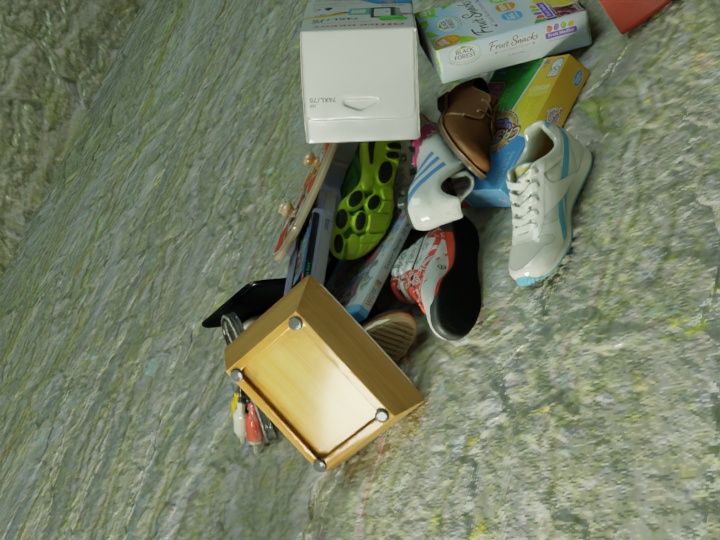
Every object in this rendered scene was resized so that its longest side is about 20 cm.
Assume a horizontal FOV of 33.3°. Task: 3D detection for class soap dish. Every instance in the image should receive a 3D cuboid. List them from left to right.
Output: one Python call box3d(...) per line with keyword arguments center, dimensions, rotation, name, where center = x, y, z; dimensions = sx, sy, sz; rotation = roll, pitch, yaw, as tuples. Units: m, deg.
box3d(center=(-0.049, 0.128, 1.403), dimensions=(0.157, 0.200, 0.081), rotation=(-40, 6, 27), name="soap dish")

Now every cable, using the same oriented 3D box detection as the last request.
box3d(center=(-0.156, 0.157, 1.604), dimensions=(0.050, 0.200, 0.097), rotation=(-23, 34, -17), name="cable")

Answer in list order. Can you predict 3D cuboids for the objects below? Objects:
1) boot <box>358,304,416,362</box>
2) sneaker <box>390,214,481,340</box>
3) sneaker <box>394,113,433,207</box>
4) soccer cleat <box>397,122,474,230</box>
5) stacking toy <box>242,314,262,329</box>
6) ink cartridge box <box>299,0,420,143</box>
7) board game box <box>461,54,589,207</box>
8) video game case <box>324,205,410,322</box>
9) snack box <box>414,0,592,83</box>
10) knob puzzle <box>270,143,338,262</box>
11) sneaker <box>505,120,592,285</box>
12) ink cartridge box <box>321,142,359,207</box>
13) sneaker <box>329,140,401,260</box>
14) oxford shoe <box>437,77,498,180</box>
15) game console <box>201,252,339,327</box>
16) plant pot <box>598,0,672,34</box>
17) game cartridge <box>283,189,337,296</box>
box3d(center=(0.000, 0.055, 1.544), dimensions=(0.200, 0.072, 0.167), rotation=(-38, 34, 38), name="boot")
box3d(center=(0.086, 0.027, 1.446), dimensions=(0.108, 0.067, 0.202), rotation=(-36, 29, 35), name="sneaker")
box3d(center=(0.056, -0.145, 1.654), dimensions=(0.070, 0.093, 0.200), rotation=(-28, 37, 43), name="sneaker")
box3d(center=(0.105, -0.119, 1.501), dimensions=(0.086, 0.070, 0.200), rotation=(-9, 38, 20), name="soccer cleat")
box3d(center=(-0.109, 0.137, 1.631), dimensions=(0.085, 0.085, 0.200), rotation=(-52, 31, 7), name="stacking toy")
box3d(center=(0.001, -0.263, 1.571), dimensions=(0.200, 0.146, 0.146), rotation=(-90, -2, -67), name="ink cartridge box")
box3d(center=(0.189, -0.174, 1.528), dimensions=(0.153, 0.040, 0.200), rotation=(4, 63, 60), name="board game box")
box3d(center=(0.000, 0.000, 1.555), dimensions=(0.143, 0.018, 0.200), rotation=(-26, 30, 50), name="video game case")
box3d(center=(0.183, -0.315, 1.570), dimensions=(0.200, 0.053, 0.142), rotation=(-15, 31, -1), name="snack box")
box3d(center=(-0.082, -0.098, 1.592), dimensions=(0.220, 0.030, 0.220), rotation=(-62, 9, 17), name="knob puzzle")
box3d(center=(0.197, -0.075, 1.359), dimensions=(0.076, 0.081, 0.200), rotation=(-18, 46, 48), name="sneaker")
box3d(center=(-0.010, -0.175, 1.759), dimensions=(0.146, 0.085, 0.200), rotation=(115, 167, -51), name="ink cartridge box")
box3d(center=(0.008, -0.094, 1.583), dimensions=(0.084, 0.074, 0.200), rotation=(117, 172, -63), name="sneaker")
box3d(center=(0.141, -0.185, 1.500), dimensions=(0.071, 0.071, 0.200), rotation=(-37, 30, 23), name="oxford shoe")
box3d(center=(-0.117, 0.003, 1.711), dimensions=(0.200, 0.116, 0.176), rotation=(-35, 31, 56), name="game console")
box3d(center=(0.343, -0.441, 1.429), dimensions=(0.176, 0.200, 0.200), rotation=(-20, 42, 31), name="plant pot")
box3d(center=(-0.073, 0.009, 1.531), dimensions=(0.130, 0.038, 0.200), rotation=(119, 162, -59), name="game cartridge")
